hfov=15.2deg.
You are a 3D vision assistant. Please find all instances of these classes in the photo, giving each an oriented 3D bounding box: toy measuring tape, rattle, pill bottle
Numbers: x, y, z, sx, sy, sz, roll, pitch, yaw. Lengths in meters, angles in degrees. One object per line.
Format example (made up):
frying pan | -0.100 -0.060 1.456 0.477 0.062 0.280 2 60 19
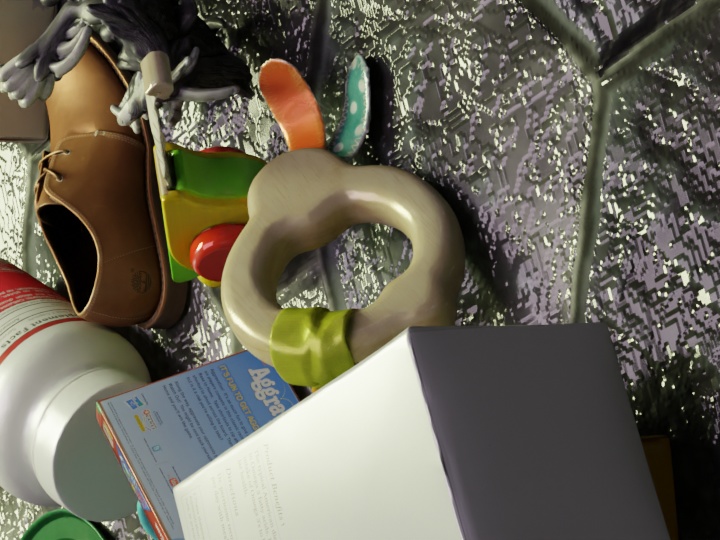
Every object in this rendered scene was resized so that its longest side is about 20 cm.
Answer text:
toy measuring tape | -0.074 -0.051 1.420 0.200 0.073 0.074 87 158 -57
rattle | 0.000 0.000 1.392 0.130 0.143 0.200 -36 41 12
pill bottle | -0.193 0.070 1.581 0.200 0.112 0.113 29 114 49

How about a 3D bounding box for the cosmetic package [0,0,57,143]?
cosmetic package | -0.274 -0.144 1.715 0.200 0.071 0.106 14 102 52

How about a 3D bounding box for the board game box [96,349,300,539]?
board game box | -0.053 0.131 1.409 0.019 0.103 0.200 94 151 -51

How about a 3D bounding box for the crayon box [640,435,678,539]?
crayon box | 0.091 0.149 1.258 0.127 0.051 0.201 -8 85 52

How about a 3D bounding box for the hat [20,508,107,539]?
hat | -0.245 0.224 1.601 0.165 0.176 0.201 -9 84 53

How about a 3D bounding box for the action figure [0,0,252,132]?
action figure | -0.134 -0.126 1.489 0.102 0.119 0.200 -57 37 17

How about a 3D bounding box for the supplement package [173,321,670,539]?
supplement package | 0.024 0.113 1.207 0.200 0.117 0.117 -34 64 48

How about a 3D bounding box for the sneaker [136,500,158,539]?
sneaker | -0.053 0.181 1.428 0.200 0.079 0.078 49 128 39

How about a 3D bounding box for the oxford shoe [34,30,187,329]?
oxford shoe | -0.161 -0.059 1.570 0.071 0.071 0.201 -46 54 45
